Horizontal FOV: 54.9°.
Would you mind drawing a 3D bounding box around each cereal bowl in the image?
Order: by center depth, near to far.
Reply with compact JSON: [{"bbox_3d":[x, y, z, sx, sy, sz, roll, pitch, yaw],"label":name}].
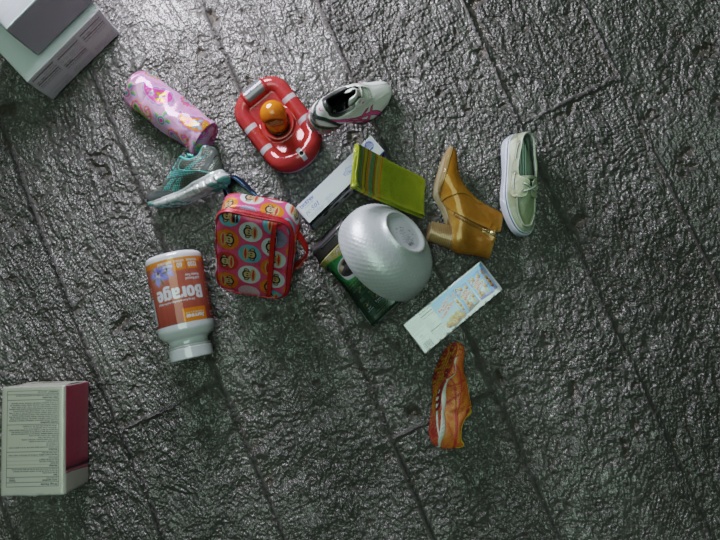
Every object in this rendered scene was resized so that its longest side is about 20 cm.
[{"bbox_3d":[0.060,-0.048,1.289,0.201,0.200,0.083,48,125,5],"label":"cereal bowl"}]

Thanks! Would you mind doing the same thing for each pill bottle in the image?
[{"bbox_3d":[-0.345,0.070,1.343,0.110,0.112,0.205,-13,85,1],"label":"pill bottle"}]

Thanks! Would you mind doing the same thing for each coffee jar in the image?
[{"bbox_3d":[0.000,0.000,1.345,0.104,0.085,0.201,-41,85,14],"label":"coffee jar"}]

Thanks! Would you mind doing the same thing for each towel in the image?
[{"bbox_3d":[0.058,-0.168,1.318,0.018,0.198,0.088,-8,71,44],"label":"towel"}]

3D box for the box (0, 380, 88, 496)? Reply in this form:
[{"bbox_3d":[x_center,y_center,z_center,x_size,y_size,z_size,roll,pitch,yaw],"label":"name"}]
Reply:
[{"bbox_3d":[-0.604,0.319,1.336,0.125,0.109,0.205,-2,86,2],"label":"box"}]

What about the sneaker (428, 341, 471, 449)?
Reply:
[{"bbox_3d":[0.180,0.240,1.340,0.075,0.073,0.205,8,90,-19],"label":"sneaker"}]

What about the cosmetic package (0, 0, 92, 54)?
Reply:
[{"bbox_3d":[-0.621,-0.560,1.290,0.199,0.123,0.200,-45,87,-2],"label":"cosmetic package"}]

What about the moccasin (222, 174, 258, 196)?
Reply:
[{"bbox_3d":[-0.213,-0.103,1.373,0.080,0.068,0.200,-44,85,-1],"label":"moccasin"}]

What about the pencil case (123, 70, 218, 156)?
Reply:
[{"bbox_3d":[-0.382,-0.315,1.393,0.198,0.087,0.088,36,88,5],"label":"pencil case"}]

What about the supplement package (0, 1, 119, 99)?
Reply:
[{"bbox_3d":[-0.625,-0.485,1.399,0.156,0.111,0.200,45,87,5],"label":"supplement package"}]

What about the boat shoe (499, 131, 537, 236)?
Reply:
[{"bbox_3d":[0.312,-0.170,1.349,0.070,0.062,0.205,-3,84,-22],"label":"boat shoe"}]

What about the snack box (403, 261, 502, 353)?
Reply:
[{"bbox_3d":[0.181,0.072,1.364,0.199,0.024,0.072,-39,84,-1],"label":"snack box"}]

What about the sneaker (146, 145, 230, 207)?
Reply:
[{"bbox_3d":[-0.343,-0.183,1.363,0.196,0.077,0.093,-17,85,23],"label":"sneaker"}]

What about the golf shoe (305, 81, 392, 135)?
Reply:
[{"bbox_3d":[-0.008,-0.324,1.345,0.198,0.092,0.074,-30,91,-28],"label":"golf shoe"}]

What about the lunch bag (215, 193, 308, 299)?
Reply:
[{"bbox_3d":[-0.185,-0.041,1.314,0.172,0.083,0.203,10,130,0],"label":"lunch bag"}]

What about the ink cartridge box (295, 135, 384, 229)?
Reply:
[{"bbox_3d":[-0.037,-0.169,1.358,0.200,0.094,0.044,-44,85,-2],"label":"ink cartridge box"}]

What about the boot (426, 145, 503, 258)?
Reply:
[{"bbox_3d":[0.214,-0.132,1.365,0.141,0.071,0.206,11,84,-6],"label":"boot"}]

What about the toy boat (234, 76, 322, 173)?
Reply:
[{"bbox_3d":[-0.163,-0.291,1.354,0.130,0.131,0.201,-38,85,-1],"label":"toy boat"}]
